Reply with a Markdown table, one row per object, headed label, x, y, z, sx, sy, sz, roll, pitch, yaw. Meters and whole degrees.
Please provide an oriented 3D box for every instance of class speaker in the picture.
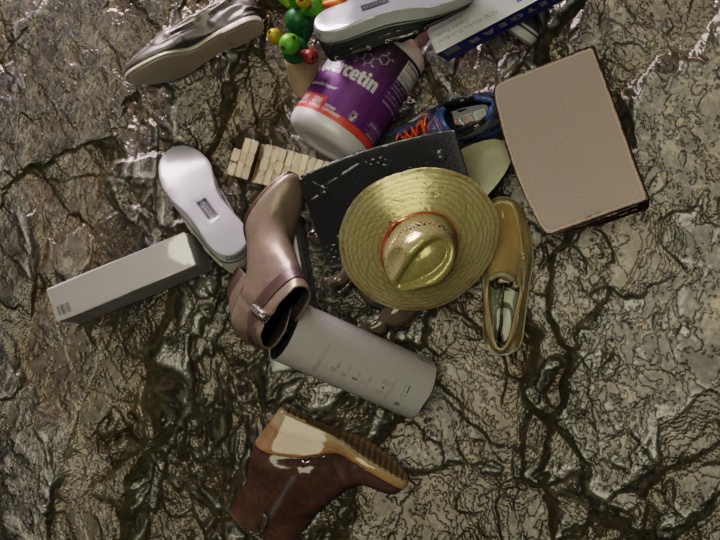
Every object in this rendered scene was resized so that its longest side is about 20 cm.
| label | x | y | z | sx | sy | sz | roll | pitch | yaw |
| --- | --- | --- | --- | --- | --- | --- | --- | --- | --- |
| speaker | -0.009 | 0.110 | 1.693 | 0.199 | 0.081 | 0.082 | 24 | 90 | -18 |

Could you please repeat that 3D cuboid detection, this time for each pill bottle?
| label | x | y | z | sx | sy | sz | roll | pitch | yaw |
| --- | --- | --- | --- | --- | --- | --- | --- | --- | --- |
| pill bottle | 0.006 | -0.238 | 1.732 | 0.112 | 0.112 | 0.201 | 30 | 80 | 10 |

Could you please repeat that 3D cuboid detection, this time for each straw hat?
| label | x | y | z | sx | sy | sz | roll | pitch | yaw |
| --- | --- | --- | --- | --- | --- | --- | --- | --- | --- |
| straw hat | 0.071 | -0.020 | 1.635 | 0.200 | 0.085 | 0.202 | 0 | 117 | -1 |

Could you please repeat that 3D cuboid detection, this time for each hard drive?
| label | x | y | z | sx | sy | sz | roll | pitch | yaw |
| --- | --- | --- | --- | --- | --- | --- | --- | --- | --- |
| hard drive | 0.037 | -0.090 | 1.678 | 0.199 | 0.042 | 0.136 | -16 | 106 | 8 |

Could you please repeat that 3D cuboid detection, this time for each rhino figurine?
| label | x | y | z | sx | sy | sz | roll | pitch | yaw |
| --- | --- | --- | --- | --- | --- | --- | --- | --- | --- |
| rhino figurine | 0.000 | 0.000 | 1.749 | 0.087 | 0.060 | 0.200 | -35 | 85 | 3 |

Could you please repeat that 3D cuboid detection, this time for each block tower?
| label | x | y | z | sx | sy | sz | roll | pitch | yaw |
| --- | --- | --- | --- | --- | --- | --- | --- | --- | --- |
| block tower | -0.069 | -0.119 | 1.774 | 0.199 | 0.058 | 0.054 | 17 | 90 | 9 |

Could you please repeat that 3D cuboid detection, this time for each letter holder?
| label | x | y | z | sx | sy | sz | roll | pitch | yaw |
| --- | --- | --- | --- | --- | --- | --- | --- | --- | --- |
| letter holder | 0.257 | -0.151 | 1.700 | 0.142 | 0.101 | 0.201 | -20 | 83 | 10 |

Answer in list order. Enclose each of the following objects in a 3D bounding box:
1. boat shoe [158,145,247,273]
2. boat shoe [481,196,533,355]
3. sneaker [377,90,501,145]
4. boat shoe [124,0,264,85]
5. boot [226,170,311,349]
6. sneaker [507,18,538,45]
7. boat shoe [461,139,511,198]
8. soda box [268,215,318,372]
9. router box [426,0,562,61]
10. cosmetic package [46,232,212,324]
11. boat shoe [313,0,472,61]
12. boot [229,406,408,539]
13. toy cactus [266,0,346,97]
| label | x | y | z | sx | sy | sz | roll | pitch | yaw |
| --- | --- | --- | --- | --- | --- | --- | --- | --- | --- |
| boat shoe | -0.200 | -0.078 | 1.787 | 0.072 | 0.066 | 0.200 | -31 | 60 | -16 |
| boat shoe | 0.181 | 0.005 | 1.713 | 0.071 | 0.076 | 0.201 | -4 | 85 | 10 |
| sneaker | 0.094 | -0.179 | 1.739 | 0.199 | 0.078 | 0.076 | -27 | 82 | 7 |
| boat shoe | -0.223 | -0.306 | 1.813 | 0.199 | 0.067 | 0.057 | -23 | 67 | 3 |
| boot | -0.097 | -0.006 | 1.657 | 0.070 | 0.146 | 0.201 | 17 | 105 | -32 |
| sneaker | 0.161 | -0.372 | 1.741 | 0.200 | 0.078 | 0.079 | 42 | 99 | 11 |
| boat shoe | 0.116 | -0.084 | 1.739 | 0.201 | 0.063 | 0.074 | -46 | 64 | 5 |
| soda box | -0.094 | 0.028 | 1.762 | 0.063 | 0.068 | 0.201 | -11 | 85 | 9 |
| router box | 0.153 | -0.383 | 1.678 | 0.199 | 0.049 | 0.180 | -26 | 77 | 19 |
| cosmetic package | -0.300 | 0.011 | 1.792 | 0.199 | 0.083 | 0.051 | -22 | 80 | 7 |
| boat shoe | 0.043 | -0.304 | 1.657 | 0.199 | 0.057 | 0.069 | -14 | 45 | 5 |
| boot | -0.054 | 0.283 | 1.751 | 0.199 | 0.072 | 0.167 | 25 | 103 | 9 |
| toy cactus | -0.069 | -0.303 | 1.754 | 0.102 | 0.200 | 0.166 | -6 | 126 | -3 |
